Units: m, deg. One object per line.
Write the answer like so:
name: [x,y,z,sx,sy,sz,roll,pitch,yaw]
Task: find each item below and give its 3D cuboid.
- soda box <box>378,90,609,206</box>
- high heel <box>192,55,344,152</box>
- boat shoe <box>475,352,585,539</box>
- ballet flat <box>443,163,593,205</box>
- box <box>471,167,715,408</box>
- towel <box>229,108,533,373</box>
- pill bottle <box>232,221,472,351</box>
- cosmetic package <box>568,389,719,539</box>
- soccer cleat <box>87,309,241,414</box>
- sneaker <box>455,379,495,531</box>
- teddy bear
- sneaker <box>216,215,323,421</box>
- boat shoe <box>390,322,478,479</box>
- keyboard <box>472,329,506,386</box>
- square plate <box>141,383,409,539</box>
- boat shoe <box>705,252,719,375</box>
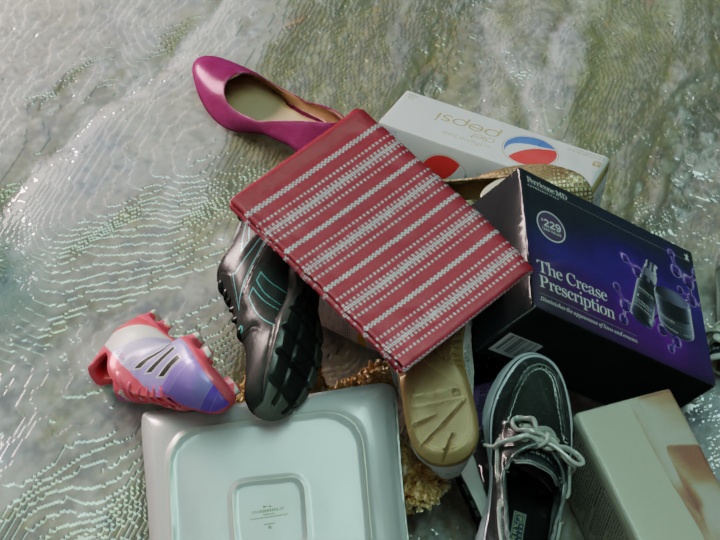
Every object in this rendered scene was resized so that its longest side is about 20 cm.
soda box: [0.115,-0.091,1.500,0.200,0.064,0.068,21,38,15]
high heel: [-0.078,-0.157,1.526,0.200,0.096,0.067,37,58,20]
boat shoe: [0.125,0.143,1.246,0.074,0.068,0.200,22,58,-7]
ballet flat: [0.098,-0.050,1.443,0.200,0.071,0.065,-7,10,28]
box: [0.186,0.023,1.377,0.200,0.079,0.141,23,44,-30]
towel: [0.014,-0.026,1.285,0.145,0.022,0.200,-37,69,-24]
pill bottle: [0.000,0.000,1.408,0.200,0.112,0.112,25,55,12]
cosmetic package: [0.232,0.205,1.288,0.087,0.103,0.200,-13,57,-14]
soccer cleat: [-0.154,0.083,1.311,0.076,0.067,0.200,-39,24,-12]
sneaker: [0.124,0.168,1.307,0.087,0.076,0.200,-22,58,-2]
teddy bear: [-0.021,0.131,1.324,0.145,0.067,0.200,-26,62,1]
sneaker: [-0.070,0.027,1.313,0.079,0.075,0.200,-4,56,20]
boat shoe: [0.053,0.066,1.309,0.071,0.069,0.200,-4,64,1]
keyboard: [0.130,0.015,1.457,0.104,0.040,0.200,11,54,3]
square plate: [-0.064,0.186,1.265,0.200,0.028,0.198,-7,68,4]
boat shoe: [0.323,0.065,1.425,0.070,0.071,0.200,-4,60,-12]
